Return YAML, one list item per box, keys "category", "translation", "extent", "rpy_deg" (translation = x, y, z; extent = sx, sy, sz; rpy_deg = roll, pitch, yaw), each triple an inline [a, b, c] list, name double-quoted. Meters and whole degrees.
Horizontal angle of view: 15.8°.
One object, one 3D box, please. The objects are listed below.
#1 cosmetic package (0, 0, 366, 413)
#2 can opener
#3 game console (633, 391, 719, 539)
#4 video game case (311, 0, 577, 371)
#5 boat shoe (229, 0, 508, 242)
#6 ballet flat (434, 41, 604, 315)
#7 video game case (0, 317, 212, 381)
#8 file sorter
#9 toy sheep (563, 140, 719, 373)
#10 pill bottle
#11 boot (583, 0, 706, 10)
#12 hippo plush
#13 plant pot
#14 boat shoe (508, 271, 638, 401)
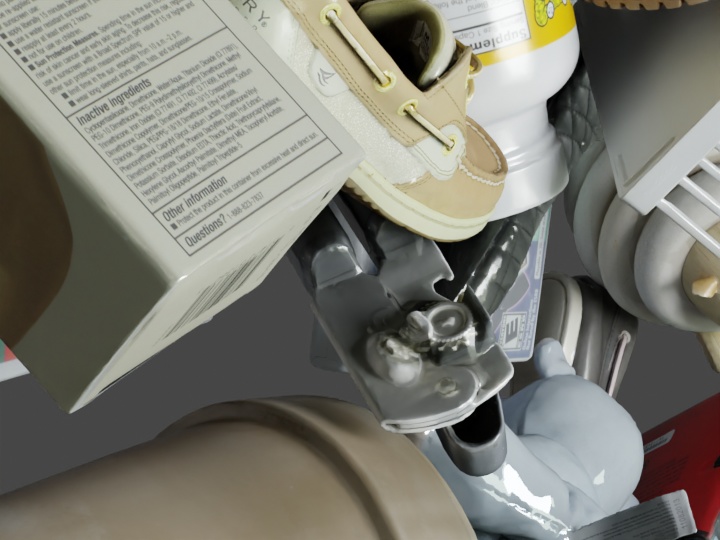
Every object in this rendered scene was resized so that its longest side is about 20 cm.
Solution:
- category: "cosmetic package"
  translation: [-0.106, -0.069, 0.759]
  extent: [0.105, 0.200, 0.071]
  rpy_deg: [-34, 170, -49]
- category: "can opener"
  translation: [0.000, 0.000, 0.983]
  extent: [0.053, 0.200, 0.067]
  rpy_deg: [-23, 135, -9]
- category: "game console"
  translation: [0.162, 0.170, 1.273]
  extent: [0.118, 0.200, 0.173]
  rpy_deg: [37, 57, -11]
- category: "video game case"
  translation: [0.044, -0.056, 1.180]
  extent: [0.182, 0.023, 0.202]
  rpy_deg: [0, 99, -60]
- category: "boat shoe"
  translation: [0.008, -0.064, 0.907]
  extent: [0.066, 0.074, 0.200]
  rpy_deg: [-47, 153, 12]
- category: "ballet flat"
  translation: [0.070, -0.026, 1.124]
  extent: [0.057, 0.066, 0.201]
  rpy_deg: [47, 50, -20]
- category: "video game case"
  translation: [-0.105, -0.066, 0.934]
  extent: [0.182, 0.023, 0.202]
  rpy_deg: [-16, 113, -58]
- category: "file sorter"
  translation: [0.188, -0.086, 1.088]
  extent: [0.124, 0.139, 0.200]
  rpy_deg: [37, 21, -18]
- category: "toy sheep"
  translation: [0.161, -0.037, 1.274]
  extent: [0.137, 0.200, 0.139]
  rpy_deg: [-16, 132, -18]
- category: "pill bottle"
  translation: [0.028, -0.123, 1.031]
  extent: [0.104, 0.104, 0.201]
  rpy_deg: [-34, 117, -51]
- category: "boot"
  translation: [0.093, -0.178, 1.051]
  extent: [0.075, 0.200, 0.108]
  rpy_deg: [-30, 130, -17]
- category: "hippo plush"
  translation: [0.063, 0.089, 1.145]
  extent: [0.160, 0.199, 0.161]
  rpy_deg: [63, 25, -21]
- category: "plant pot"
  translation: [-0.077, 0.145, 0.906]
  extent: [0.173, 0.199, 0.202]
  rpy_deg: [1, 99, -44]
- category: "boat shoe"
  translation: [0.096, 0.101, 1.280]
  extent: [0.057, 0.067, 0.202]
  rpy_deg: [18, 79, -29]
